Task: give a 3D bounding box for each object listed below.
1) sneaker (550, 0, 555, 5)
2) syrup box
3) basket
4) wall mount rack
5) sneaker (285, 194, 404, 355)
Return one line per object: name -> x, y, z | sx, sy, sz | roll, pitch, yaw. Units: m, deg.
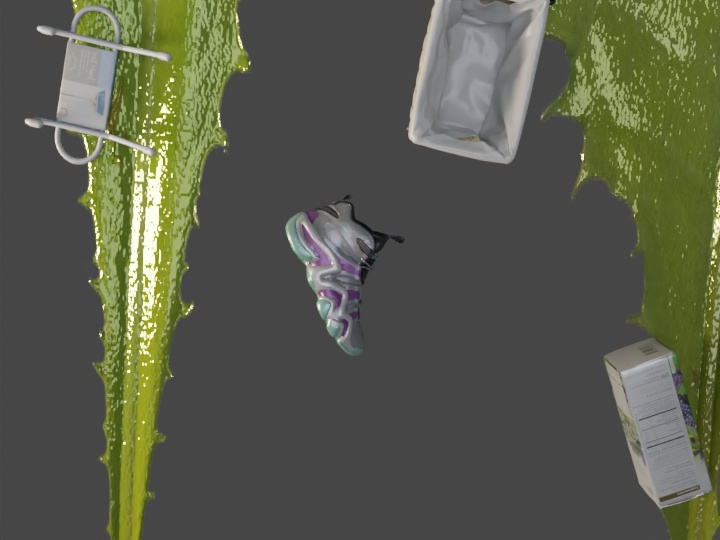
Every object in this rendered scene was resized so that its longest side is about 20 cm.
sneaker -> 0.170, -0.405, 1.092 | 0.198, 0.070, 0.091 | 30, 101, -4
syrup box -> 0.400, 0.205, 1.198 | 0.080, 0.079, 0.204 | -19, 100, 2
basket -> 0.138, -0.246, 1.094 | 0.133, 0.123, 0.204 | 12, 101, -3
wall mount rack -> -0.324, -0.226, 1.116 | 0.170, 0.075, 0.204 | 12, 100, -3
sneaker -> 0.000, 0.000, 1.158 | 0.138, 0.078, 0.203 | -24, 100, 4
